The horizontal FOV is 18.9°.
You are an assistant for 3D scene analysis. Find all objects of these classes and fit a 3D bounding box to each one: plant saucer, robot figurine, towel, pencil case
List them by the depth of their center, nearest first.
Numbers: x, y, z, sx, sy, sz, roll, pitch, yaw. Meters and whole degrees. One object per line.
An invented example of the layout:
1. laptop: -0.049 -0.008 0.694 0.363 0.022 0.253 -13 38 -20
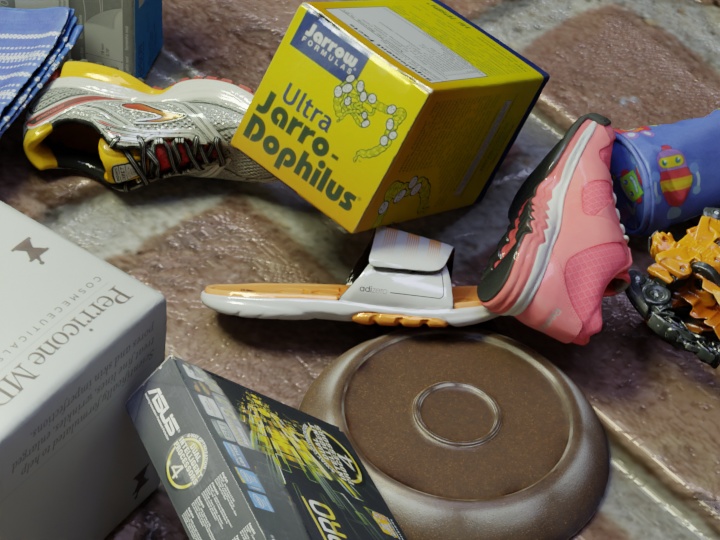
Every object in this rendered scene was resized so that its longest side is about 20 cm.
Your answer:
1. plant saucer: 0.059 0.098 1.340 0.199 0.032 0.201 4 41 -4
2. robot figurine: 0.268 0.037 1.413 0.200 0.058 0.145 34 48 26
3. towel: -0.296 -0.120 1.498 0.144 0.024 0.200 7 46 27
4. pencil case: 0.256 -0.082 1.529 0.199 0.087 0.079 -17 89 -23

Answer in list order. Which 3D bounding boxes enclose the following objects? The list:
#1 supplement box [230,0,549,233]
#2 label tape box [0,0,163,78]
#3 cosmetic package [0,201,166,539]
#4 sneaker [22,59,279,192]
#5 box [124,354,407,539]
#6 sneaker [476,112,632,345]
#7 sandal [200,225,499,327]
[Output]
1. supplement box: 0.023 -0.107 1.437 0.109 0.110 0.200 36 21 19
2. label tape box: -0.245 -0.225 1.570 0.199 0.145 0.063 15 45 10
3. cosmetic package: -0.236 0.071 1.229 0.199 0.166 0.165 27 47 21
4. sneaker: -0.139 -0.084 1.490 0.199 0.078 0.082 7 45 15
5. box: -0.031 0.150 1.188 0.161 0.049 0.200 26 25 -46
6. sneaker: 0.141 -0.022 1.418 0.087 0.074 0.201 34 44 -6
7. sandal: 0.000 0.001 1.395 0.205 0.060 0.079 1 8 -5
